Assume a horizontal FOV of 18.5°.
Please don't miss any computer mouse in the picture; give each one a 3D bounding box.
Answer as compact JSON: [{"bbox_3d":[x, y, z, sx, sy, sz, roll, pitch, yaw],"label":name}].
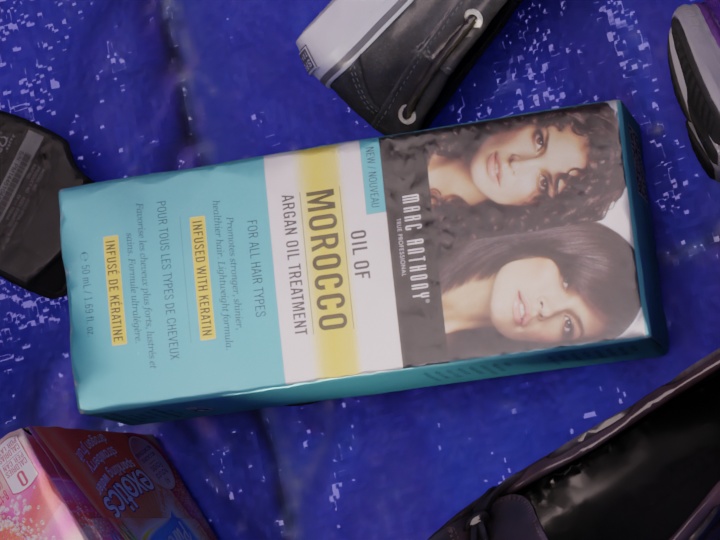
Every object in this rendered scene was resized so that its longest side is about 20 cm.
[{"bbox_3d":[-0.090,-0.004,0.822,0.200,0.034,0.059,30,89,16],"label":"computer mouse"}]

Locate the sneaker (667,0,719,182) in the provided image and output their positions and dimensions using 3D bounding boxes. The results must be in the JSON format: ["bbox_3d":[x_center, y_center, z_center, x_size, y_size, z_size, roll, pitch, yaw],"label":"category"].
[{"bbox_3d":[0.179,-0.020,0.698,0.083,0.081,0.200,-45,76,-6],"label":"sneaker"}]

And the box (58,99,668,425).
[{"bbox_3d":[0.000,0.000,0.756,0.199,0.049,0.083,-9,80,13],"label":"box"}]

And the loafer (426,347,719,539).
[{"bbox_3d":[0.068,0.081,0.688,0.200,0.063,0.072,-36,64,-10],"label":"loafer"}]

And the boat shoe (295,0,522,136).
[{"bbox_3d":[0.065,-0.124,0.755,0.200,0.069,0.057,-42,90,14],"label":"boat shoe"}]

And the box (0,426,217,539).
[{"bbox_3d":[-0.145,0.150,0.784,0.200,0.103,0.095,-38,71,13],"label":"box"}]
